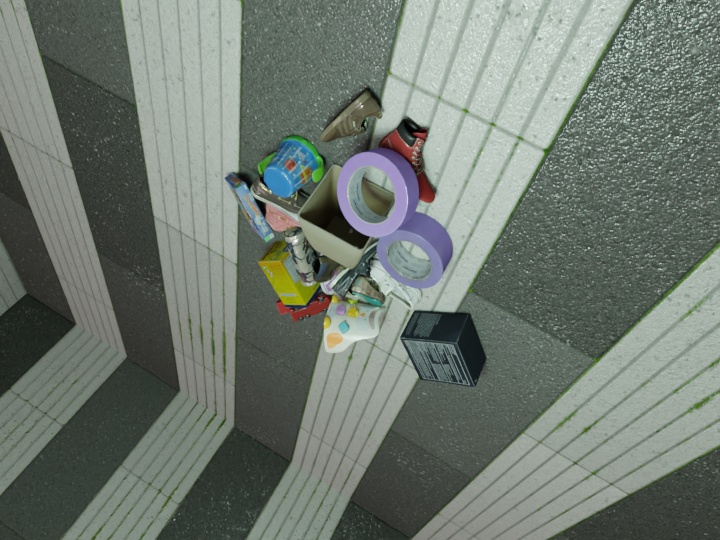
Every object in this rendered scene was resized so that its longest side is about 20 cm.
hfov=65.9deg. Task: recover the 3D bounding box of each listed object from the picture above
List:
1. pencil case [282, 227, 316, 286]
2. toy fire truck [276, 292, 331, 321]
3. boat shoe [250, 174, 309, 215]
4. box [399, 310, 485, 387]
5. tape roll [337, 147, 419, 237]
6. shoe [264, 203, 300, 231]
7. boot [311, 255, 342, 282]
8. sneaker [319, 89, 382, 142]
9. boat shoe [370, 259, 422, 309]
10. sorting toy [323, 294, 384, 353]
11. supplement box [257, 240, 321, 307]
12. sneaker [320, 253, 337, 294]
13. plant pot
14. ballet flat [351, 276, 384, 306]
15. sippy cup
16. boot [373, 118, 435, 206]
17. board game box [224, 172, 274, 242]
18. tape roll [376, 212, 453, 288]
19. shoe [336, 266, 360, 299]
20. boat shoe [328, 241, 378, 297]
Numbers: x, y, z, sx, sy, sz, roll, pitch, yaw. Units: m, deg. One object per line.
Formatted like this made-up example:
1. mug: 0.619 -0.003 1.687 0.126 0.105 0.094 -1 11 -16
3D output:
1. pencil case: -0.179 -0.054 1.757 0.077 0.089 0.203 13 133 40
2. toy fire truck: -0.197 0.119 1.942 0.196 0.141 0.050 -20 112 1
3. boat shoe: -0.215 -0.217 1.596 0.196 0.073 0.060 20 145 -20
4. box: 0.257 0.239 1.704 0.195 0.124 0.202 2 133 37
5. tape roll: 0.041 -0.187 1.338 0.196 0.065 0.205 13 116 28
6. shoe: -0.206 -0.155 1.682 0.198 0.071 0.092 30 129 17
7. boot: -0.120 -0.010 1.649 0.200 0.095 0.076 -40 69 51
8. sneaker: -0.027 -0.352 1.353 0.076 0.071 0.199 45 142 -14
9. boat shoe: 0.091 0.043 1.671 0.198 0.070 0.071 34 144 4
10. sorting toy: -0.014 0.158 1.790 0.176 0.202 0.108 0 131 15
11. supplement box: -0.233 0.014 1.855 0.108 0.109 0.202 -1 129 37
12. sneaker: -0.068 0.013 1.762 0.112 0.073 0.203 18 138 17
13. plant pot: -0.042 -0.123 1.513 0.197 0.202 0.178 28 151 9
14. ballet flat: 0.034 0.061 1.722 0.067 0.069 0.200 13 171 22
15. sippy cup: -0.193 -0.273 1.511 0.140 0.131 0.176 48 141 -15
16. boot: 0.138 -0.257 1.330 0.201 0.073 0.144 48 139 -10
17. board game box: -0.347 -0.196 1.733 0.135 0.034 0.202 39 158 53
18. tape roll: 0.148 -0.053 1.517 0.196 0.085 0.202 21 141 18
19. shoe: -0.034 0.053 1.736 0.068 0.054 0.201 -15 151 8
20. boat shoe: 0.000 0.000 1.612 0.066 0.199 0.075 47 176 6
